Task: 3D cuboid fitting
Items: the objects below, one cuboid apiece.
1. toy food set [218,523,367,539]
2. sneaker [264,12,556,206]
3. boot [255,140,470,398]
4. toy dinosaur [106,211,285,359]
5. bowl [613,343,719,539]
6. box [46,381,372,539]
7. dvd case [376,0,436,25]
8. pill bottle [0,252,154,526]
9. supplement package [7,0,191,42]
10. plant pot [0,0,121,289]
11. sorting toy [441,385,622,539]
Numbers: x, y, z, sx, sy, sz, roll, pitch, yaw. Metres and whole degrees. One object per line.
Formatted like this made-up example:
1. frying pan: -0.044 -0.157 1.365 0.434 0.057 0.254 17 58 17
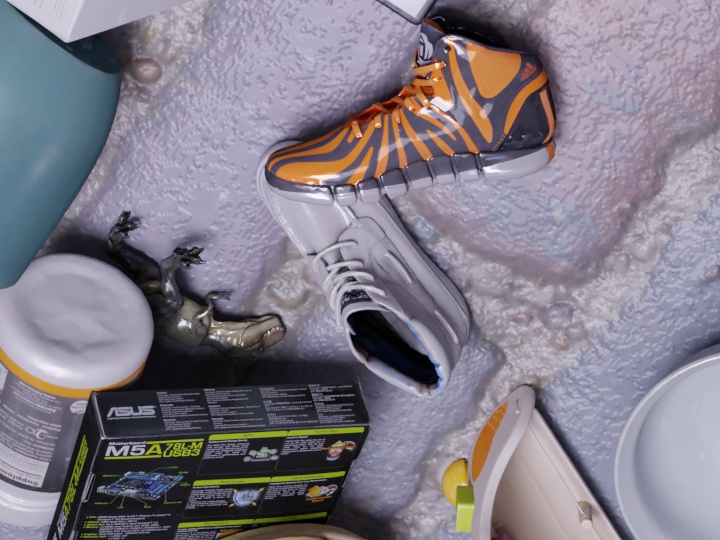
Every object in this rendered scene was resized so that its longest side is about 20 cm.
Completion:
1. toy food set: -0.065 0.249 1.628 0.198 0.049 0.200 17 135 -41
2. sneaker: 0.029 -0.113 1.459 0.200 0.078 0.112 -11 117 -5
3. boot: 0.000 0.000 1.513 0.200 0.096 0.074 43 115 -13
4. toy dinosaur: -0.152 0.012 1.574 0.200 0.047 0.088 14 125 5
5. bowl: 0.279 0.123 1.534 0.201 0.090 0.201 3 117 7
6. box: -0.112 0.156 1.564 0.200 0.048 0.193 -2 138 -21
7. dvd case: -0.008 -0.268 1.423 0.200 0.018 0.143 31 116 -8
8. pill bottle: -0.223 0.090 1.566 0.116 0.116 0.200 21 136 -2
9. supplement package: -0.191 -0.268 1.345 0.200 0.151 0.152 35 119 14
10. plant pot: -0.255 -0.113 1.448 0.201 0.201 0.161 41 103 -12
11. sorting toy: 0.121 0.219 1.557 0.107 0.180 0.200 -27 109 20
